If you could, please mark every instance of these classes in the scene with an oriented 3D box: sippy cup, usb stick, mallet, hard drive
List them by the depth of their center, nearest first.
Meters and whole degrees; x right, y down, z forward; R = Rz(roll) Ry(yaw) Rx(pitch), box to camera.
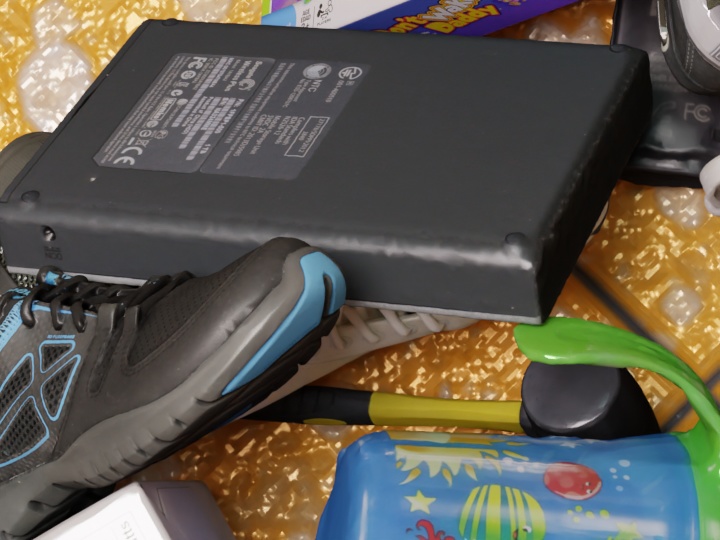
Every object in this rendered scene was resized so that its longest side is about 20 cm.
[{"bbox_3d":[0.050,0.111,0.904,0.130,0.140,0.178,11,74,-9],"label":"sippy cup"},{"bbox_3d":[-0.010,-0.040,0.951,0.199,0.033,0.140,5,36,22],"label":"hard drive"},{"bbox_3d":[0.010,0.047,0.993,0.199,0.066,0.041,5,65,16],"label":"mallet"},{"bbox_3d":[0.129,-0.130,1.034,0.055,0.033,0.201,6,75,9],"label":"usb stick"}]

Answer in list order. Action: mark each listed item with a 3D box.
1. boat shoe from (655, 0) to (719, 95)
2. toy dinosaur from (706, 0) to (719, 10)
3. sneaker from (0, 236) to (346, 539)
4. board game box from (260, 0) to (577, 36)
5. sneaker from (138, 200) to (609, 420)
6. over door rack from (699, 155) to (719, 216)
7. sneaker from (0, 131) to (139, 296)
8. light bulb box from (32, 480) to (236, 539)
[{"bbox_3d":[0.138,-0.159,0.976,0.068,0.057,0.201,14,70,-13],"label":"boat shoe"},{"bbox_3d":[0.207,-0.144,0.918,0.199,0.047,0.088,-8,67,-6],"label":"toy dinosaur"},{"bbox_3d":[-0.090,0.032,0.899,0.200,0.073,0.082,-33,84,34],"label":"sneaker"},{"bbox_3d":[0.043,-0.159,0.998,0.200,0.045,0.135,-16,65,49],"label":"board game box"},{"bbox_3d":[0.000,0.000,0.969,0.200,0.073,0.071,-32,25,-18],"label":"sneaker"},{"bbox_3d":[0.230,0.015,0.933,0.199,0.067,0.148,-11,64,-12],"label":"over door rack"},{"bbox_3d":[-0.112,0.043,1.005,0.114,0.076,0.200,4,69,46],"label":"sneaker"},{"bbox_3d":[-0.102,0.204,0.925,0.200,0.125,0.199,-30,82,4],"label":"light bulb box"}]
